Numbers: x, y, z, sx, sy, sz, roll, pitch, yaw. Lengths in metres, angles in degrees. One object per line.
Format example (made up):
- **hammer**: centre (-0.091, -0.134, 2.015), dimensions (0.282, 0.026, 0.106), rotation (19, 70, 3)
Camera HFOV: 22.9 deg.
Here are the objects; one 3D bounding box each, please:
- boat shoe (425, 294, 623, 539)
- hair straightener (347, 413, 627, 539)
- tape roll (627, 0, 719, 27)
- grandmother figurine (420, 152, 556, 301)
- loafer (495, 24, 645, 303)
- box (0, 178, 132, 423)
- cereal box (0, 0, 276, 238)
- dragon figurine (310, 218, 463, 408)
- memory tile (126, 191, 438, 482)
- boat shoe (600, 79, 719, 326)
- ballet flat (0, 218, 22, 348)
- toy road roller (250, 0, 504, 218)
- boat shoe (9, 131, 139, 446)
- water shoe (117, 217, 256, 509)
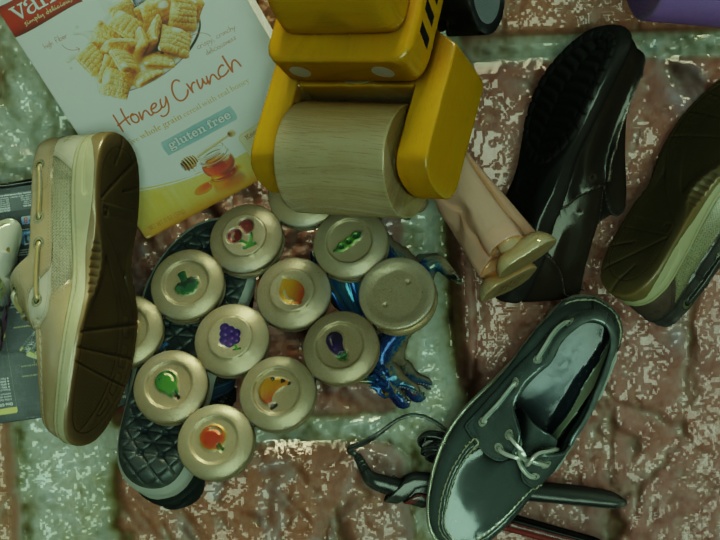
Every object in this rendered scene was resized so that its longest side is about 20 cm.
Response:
- **boat shoe**: centre (0.108, 0.105, 1.183), dimensions (0.073, 0.062, 0.200), rotation (34, 94, -4)
- **hair straightener**: centre (0.090, 0.139, 1.237), dimensions (0.200, 0.041, 0.077), rotation (15, 92, -1)
- **tape roll**: centre (0.217, -0.254, 1.114), dimensions (0.066, 0.200, 0.200), rotation (5, 96, -4)
- **grandmother figurine**: centre (0.049, -0.077, 1.170), dimensions (0.061, 0.121, 0.200), rotation (-22, 72, -33)
- **loafer**: centre (0.147, -0.069, 1.204), dimensions (0.071, 0.073, 0.200), rotation (15, 104, -27)
- **box**: centre (-0.257, 0.024, 1.191), dimensions (0.200, 0.049, 0.161), rotation (-9, 95, -3)
- **cereal box**: centre (-0.129, -0.136, 1.151), dimensions (0.144, 0.040, 0.200), rotation (-28, 115, 9)
- **dragon figurine**: centre (0.000, 0.000, 1.199), dimensions (0.099, 0.059, 0.200), rotation (-39, 97, 1)
- **memory tile**: centre (-0.063, 0.029, 1.147), dimensions (0.200, 0.017, 0.153), rotation (-38, 67, -6)
- **boat shoe**: centre (0.237, -0.052, 1.210), dimensions (0.200, 0.073, 0.065), rotation (-53, 129, -7)
- **ballet flat**: centre (-0.261, -0.036, 1.135), dimensions (0.071, 0.069, 0.200), rotation (-29, 93, -22)
- **toy road roller**: centre (-0.005, -0.143, 1.077), dimensions (0.123, 0.146, 0.200), rotation (4, 69, 29)
- **boat shoe**: centre (-0.185, 0.011, 1.127), dimensions (0.065, 0.072, 0.200), rotation (-1, 80, 22)
- **water shoe**: centre (-0.115, 0.061, 1.198), dimensions (0.071, 0.079, 0.200), rotation (12, 70, 14)
